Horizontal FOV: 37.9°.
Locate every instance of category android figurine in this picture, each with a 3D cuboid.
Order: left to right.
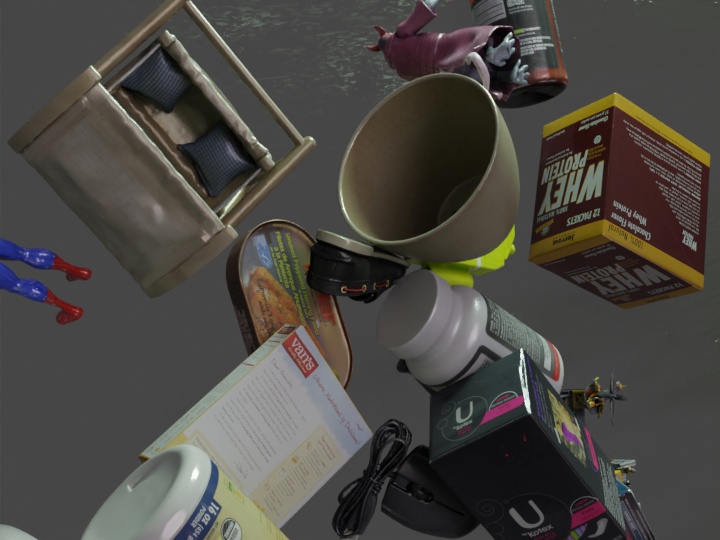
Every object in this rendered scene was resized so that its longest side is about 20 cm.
[{"bbox_3d":[0.109,-0.062,1.256,0.198,0.041,0.185,8,72,-32],"label":"android figurine"}]

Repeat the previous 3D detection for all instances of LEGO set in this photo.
[{"bbox_3d":[0.255,0.216,1.234,0.152,0.115,0.203,7,79,-38],"label":"LEGO set"}]

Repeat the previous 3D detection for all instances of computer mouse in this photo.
[{"bbox_3d":[0.075,0.244,1.116,0.198,0.053,0.140,21,100,-38],"label":"computer mouse"}]

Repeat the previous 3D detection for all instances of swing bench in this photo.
[{"bbox_3d":[-0.186,-0.118,0.997,0.199,0.129,0.201,49,55,-17],"label":"swing bench"}]

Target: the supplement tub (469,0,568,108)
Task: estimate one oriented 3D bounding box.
[{"bbox_3d":[0.199,-0.319,1.352,0.106,0.106,0.203,-4,81,-37],"label":"supplement tub"}]

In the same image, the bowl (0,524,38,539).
[{"bbox_3d":[-0.276,0.330,0.847,0.200,0.074,0.201,44,58,-19],"label":"bowl"}]

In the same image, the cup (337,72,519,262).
[{"bbox_3d":[0.095,-0.089,1.136,0.143,0.198,0.203,36,58,-45],"label":"cup"}]

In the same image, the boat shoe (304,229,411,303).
[{"bbox_3d":[-0.002,-0.001,1.112,0.201,0.073,0.064,7,100,-69],"label":"boat shoe"}]

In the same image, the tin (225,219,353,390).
[{"bbox_3d":[-0.074,0.049,1.095,0.111,0.042,0.203,-15,88,-34],"label":"tin"}]

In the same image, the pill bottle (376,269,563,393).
[{"bbox_3d":[0.120,0.087,1.147,0.199,0.115,0.117,34,60,-29],"label":"pill bottle"}]

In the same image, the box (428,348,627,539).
[{"bbox_3d":[0.172,0.202,1.081,0.200,0.121,0.107,50,24,-24],"label":"box"}]

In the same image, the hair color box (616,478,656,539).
[{"bbox_3d":[0.231,0.329,1.172,0.198,0.061,0.101,-30,97,-3],"label":"hair color box"}]

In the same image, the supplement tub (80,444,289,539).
[{"bbox_3d":[-0.129,0.265,0.897,0.200,0.144,0.145,49,55,-19],"label":"supplement tub"}]

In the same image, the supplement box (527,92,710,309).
[{"bbox_3d":[0.342,-0.084,1.380,0.196,0.132,0.203,24,64,-30],"label":"supplement box"}]

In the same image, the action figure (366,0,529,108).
[{"bbox_3d":[0.089,-0.239,1.213,0.149,0.198,0.135,-53,146,-39],"label":"action figure"}]

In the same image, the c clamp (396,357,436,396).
[{"bbox_3d":[0.108,0.132,1.214,0.201,0.027,0.171,51,54,-16],"label":"c clamp"}]

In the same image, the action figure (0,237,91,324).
[{"bbox_3d":[-0.340,-0.009,0.903,0.200,0.098,0.066,36,53,-50],"label":"action figure"}]

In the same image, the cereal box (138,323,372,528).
[{"bbox_3d":[-0.096,0.169,1.015,0.200,0.039,0.145,-41,110,-26],"label":"cereal box"}]
